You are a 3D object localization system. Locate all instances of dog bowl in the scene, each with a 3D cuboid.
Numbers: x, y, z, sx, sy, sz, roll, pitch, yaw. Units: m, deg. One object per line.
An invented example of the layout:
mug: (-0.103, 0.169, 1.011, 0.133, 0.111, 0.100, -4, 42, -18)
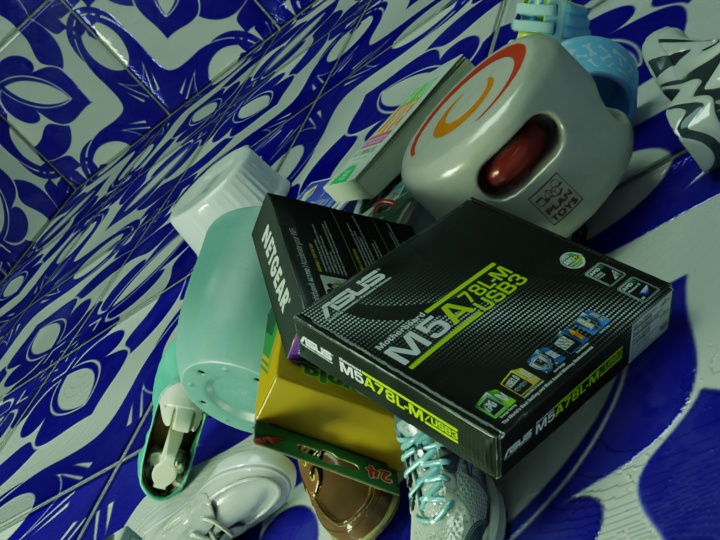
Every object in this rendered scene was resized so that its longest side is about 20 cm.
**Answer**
dog bowl: (0.189, -0.148, 1.110, 0.200, 0.111, 0.050, -33, 35, 25)

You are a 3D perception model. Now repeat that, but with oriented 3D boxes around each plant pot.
plant pot: (-0.089, 0.064, 1.092, 0.200, 0.201, 0.161, -23, 37, 45)

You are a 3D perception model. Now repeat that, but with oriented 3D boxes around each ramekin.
ramekin: (-0.221, -0.112, 1.837, 0.200, 0.098, 0.201, -37, 21, 16)

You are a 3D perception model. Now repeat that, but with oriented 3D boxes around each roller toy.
roller toy: (0.140, -0.099, 0.980, 0.182, 0.140, 0.200, -24, 29, 54)

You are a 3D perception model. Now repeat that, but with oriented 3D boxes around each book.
book: (0.049, -0.163, 1.326, 0.200, 0.048, 0.134, -48, 15, -13)

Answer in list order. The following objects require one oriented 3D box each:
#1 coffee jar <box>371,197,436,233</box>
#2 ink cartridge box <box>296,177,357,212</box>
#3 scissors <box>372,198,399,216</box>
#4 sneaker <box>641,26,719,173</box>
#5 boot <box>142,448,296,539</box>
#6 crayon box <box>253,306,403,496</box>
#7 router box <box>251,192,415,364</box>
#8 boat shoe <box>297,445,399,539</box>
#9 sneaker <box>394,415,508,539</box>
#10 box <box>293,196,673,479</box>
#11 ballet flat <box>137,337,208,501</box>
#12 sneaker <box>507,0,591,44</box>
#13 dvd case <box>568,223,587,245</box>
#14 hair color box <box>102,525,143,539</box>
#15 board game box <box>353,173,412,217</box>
coffee jar: (0.000, 0.000, 1.193, 0.200, 0.085, 0.104, -22, 29, 43)
ink cartridge box: (-0.068, -0.052, 1.501, 0.198, 0.047, 0.200, -50, 22, -22)
scissors: (0.094, -0.041, 1.190, 0.200, 0.073, 0.014, 2, 17, 33)
sneaker: (0.322, -0.178, 0.950, 0.129, 0.080, 0.199, -32, 22, 24)
boot: (-0.134, 0.242, 0.995, 0.200, 0.074, 0.096, -40, 24, 33)
crayon box: (-0.017, 0.089, 0.913, 0.200, 0.127, 0.051, -92, 26, -62)
router box: (-0.004, 0.013, 0.949, 0.200, 0.149, 0.051, -113, 40, -56)
boat shoe: (-0.023, 0.163, 0.925, 0.072, 0.068, 0.200, -42, 20, 2)
sneaker: (0.053, 0.137, 0.790, 0.078, 0.086, 0.200, -29, 32, 32)
box: (0.089, 0.037, 0.799, 0.200, 0.048, 0.193, -33, 46, -31)
ballet flat: (-0.192, 0.164, 1.171, 0.070, 0.067, 0.200, -110, 34, -58)
sneaker: (0.166, -0.231, 1.180, 0.200, 0.131, 0.080, -22, 26, -26)
dvd case: (0.120, 0.044, 0.961, 0.150, 0.025, 0.200, -28, 25, 36)
hair color box: (-0.257, 0.342, 1.020, 0.099, 0.061, 0.200, -33, 21, 26)
board game box: (0.089, -0.110, 1.283, 0.200, 0.064, 0.148, -31, 22, 27)
